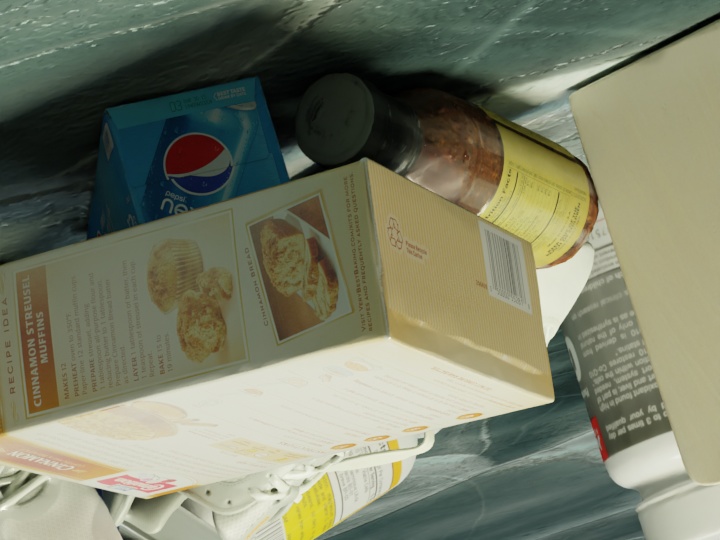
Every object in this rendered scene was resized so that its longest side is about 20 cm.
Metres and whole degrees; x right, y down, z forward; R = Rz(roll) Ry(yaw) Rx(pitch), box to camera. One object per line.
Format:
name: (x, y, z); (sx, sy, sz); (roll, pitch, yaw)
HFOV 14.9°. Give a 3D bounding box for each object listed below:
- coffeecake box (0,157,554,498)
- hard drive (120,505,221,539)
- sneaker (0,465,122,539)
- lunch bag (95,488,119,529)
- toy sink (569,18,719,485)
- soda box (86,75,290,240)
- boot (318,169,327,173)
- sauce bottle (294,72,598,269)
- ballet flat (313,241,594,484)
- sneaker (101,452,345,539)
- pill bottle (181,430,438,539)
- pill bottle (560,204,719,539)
coffeecake box: (-0.046, 0.030, 1.103); (0.199, 0.073, 0.153); (-15, 162, 24)
hard drive: (-0.156, 0.127, 1.507); (0.132, 0.026, 0.200); (37, 163, -35)
sneaker: (-0.168, 0.062, 1.158); (0.075, 0.200, 0.087); (-38, 172, -34)
lunch bag: (-0.205, 0.105, 1.314); (0.200, 0.133, 0.136); (-34, 117, 27)
toy sink: (0.205, -0.014, 1.285); (0.130, 0.201, 0.112); (-26, 165, 35)
soda box: (-0.077, -0.019, 1.199); (0.068, 0.064, 0.200); (-14, 168, -11)
boot: (0.000, 0.000, 1.388); (0.150, 0.073, 0.200); (-7, 159, -39)
sauce bottle: (0.038, -0.047, 1.229); (0.066, 0.066, 0.200); (-23, 157, 26)
ballet flat: (0.036, 0.052, 1.356); (0.199, 0.070, 0.069); (-27, 166, 13)
sneaker: (-0.030, 0.074, 1.216); (0.199, 0.092, 0.076); (-10, 159, 28)
pill bottle: (-0.038, 0.098, 1.605); (0.200, 0.113, 0.113); (-31, 174, -23)
pill bottle: (0.182, 0.057, 1.576); (0.113, 0.201, 0.114); (-16, 168, -3)
